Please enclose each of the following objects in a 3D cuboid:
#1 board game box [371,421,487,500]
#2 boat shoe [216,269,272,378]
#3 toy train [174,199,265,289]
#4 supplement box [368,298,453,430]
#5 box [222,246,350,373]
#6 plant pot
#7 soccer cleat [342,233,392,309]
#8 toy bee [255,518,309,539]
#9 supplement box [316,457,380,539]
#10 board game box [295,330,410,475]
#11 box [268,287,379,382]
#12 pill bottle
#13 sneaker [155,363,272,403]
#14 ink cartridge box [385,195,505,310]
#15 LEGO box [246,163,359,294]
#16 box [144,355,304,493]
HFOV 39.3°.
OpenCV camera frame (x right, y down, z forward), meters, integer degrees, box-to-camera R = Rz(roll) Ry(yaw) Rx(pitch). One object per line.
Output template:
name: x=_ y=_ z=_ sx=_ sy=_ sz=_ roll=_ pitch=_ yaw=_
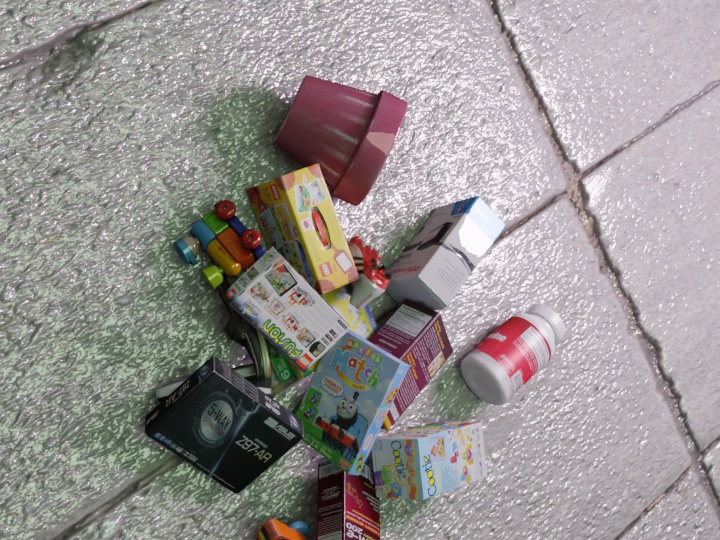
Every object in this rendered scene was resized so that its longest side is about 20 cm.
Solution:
board game box: x=0.122 y=0.329 z=1.764 sx=0.200 sy=0.103 sz=0.105 roll=-2 pitch=86 yaw=-51
boat shoe: x=-0.194 y=0.089 z=1.655 sx=0.065 sy=0.073 sz=0.201 roll=-15 pitch=66 yaw=-10
toy train: x=-0.203 y=-0.009 z=1.624 sx=0.116 sy=0.085 sz=0.200 roll=-36 pitch=68 yaw=-14
supplement box: x=0.064 y=0.163 z=1.771 sx=0.200 sy=0.085 sz=0.111 roll=-47 pitch=138 yaw=-24
box: x=-0.113 y=0.065 z=1.593 sx=0.110 sy=0.035 sz=0.200 roll=-43 pitch=127 yaw=-2
plant pot: x=-0.041 y=-0.236 z=1.720 sx=0.179 sy=0.200 sz=0.201 roll=26 pitch=73 yaw=-9
soccer cleat: x=0.000 y=0.000 z=1.732 sx=0.069 sy=0.200 sz=0.085 roll=37 pitch=102 yaw=-22
toy bee: x=-0.107 y=0.477 z=1.659 sx=0.200 sy=0.131 sz=0.109 roll=36 pitch=102 yaw=-25
supplement box: x=-0.019 y=0.416 z=1.676 sx=0.109 sy=0.061 sz=0.201 roll=39 pitch=39 yaw=-42
board game box: x=-0.021 y=0.213 z=1.673 sx=0.037 sy=0.151 sz=0.201 roll=21 pitch=96 yaw=-52
box: x=-0.073 y=0.103 z=1.745 sx=0.200 sy=0.048 sz=0.118 roll=-28 pitch=99 yaw=-26
pill bottle: x=0.293 y=0.153 z=1.904 sx=0.200 sy=0.112 sz=0.112 roll=-38 pitch=104 yaw=-26
sneaker: x=-0.227 y=0.220 z=1.634 sx=0.199 sy=0.073 sz=0.112 roll=-10 pitch=89 yaw=-30
ink cartridge box: x=0.146 y=-0.028 z=1.820 sx=0.084 sy=0.145 sz=0.200 roll=46 pitch=67 yaw=-17
LEGO box: x=-0.098 y=-0.062 z=1.686 sx=0.077 sy=0.149 sz=0.201 roll=-23 pitch=97 yaw=-28
box: x=-0.213 y=0.247 z=1.595 sx=0.160 sy=0.044 sz=0.200 roll=-41 pitch=119 yaw=14
